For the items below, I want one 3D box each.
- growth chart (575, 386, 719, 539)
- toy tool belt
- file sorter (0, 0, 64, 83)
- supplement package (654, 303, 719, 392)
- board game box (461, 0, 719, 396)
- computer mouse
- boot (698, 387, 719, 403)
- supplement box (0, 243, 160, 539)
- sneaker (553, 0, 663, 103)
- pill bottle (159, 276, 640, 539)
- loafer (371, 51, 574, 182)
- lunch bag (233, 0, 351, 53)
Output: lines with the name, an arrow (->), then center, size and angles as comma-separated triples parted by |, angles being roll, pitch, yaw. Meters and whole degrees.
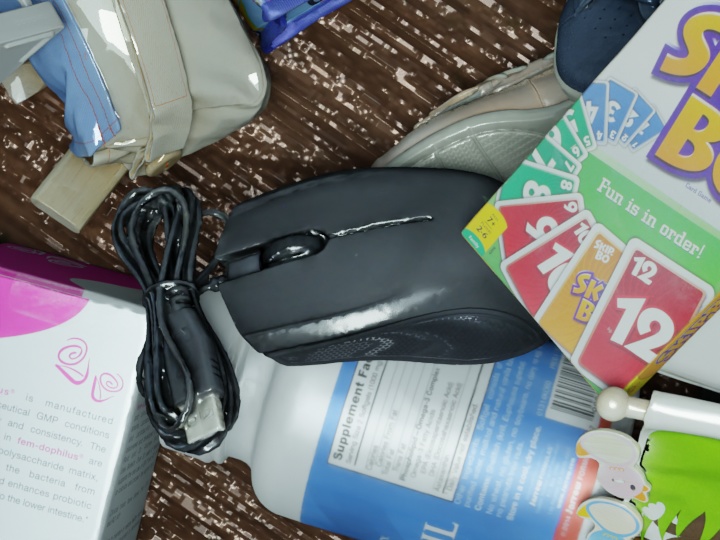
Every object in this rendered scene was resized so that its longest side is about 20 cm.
growth chart -> 0.161, 0.123, 0.843 | 0.145, 0.018, 0.200 | 5, 135, 16
toy tool belt -> -0.134, -0.128, 0.921 | 0.123, 0.125, 0.200 | -31, 90, -1
file sorter -> -0.257, -0.099, 0.884 | 0.200, 0.139, 0.125 | -30, 87, 44
supplement package -> 0.198, -0.050, 0.828 | 0.120, 0.121, 0.200 | 19, 109, 27
board game box -> 0.131, -0.047, 0.785 | 0.096, 0.030, 0.200 | 50, 119, 16
computer mouse -> 0.000, 0.000, 0.869 | 0.200, 0.053, 0.139 | -7, 54, -11
boot -> 0.221, 0.151, 0.932 | 0.203, 0.073, 0.154 | 24, 102, 1
supplement box -> -0.154, 0.096, 0.948 | 0.101, 0.103, 0.200 | 16, 97, 6
sneaker -> 0.130, -0.166, 0.879 | 0.075, 0.085, 0.200 | 17, 73, 31
pill bottle -> 0.017, 0.069, 0.923 | 0.200, 0.112, 0.112 | 16, 96, 6
loafer -> 0.092, -0.068, 0.939 | 0.200, 0.063, 0.072 | -23, 124, 10
lunch bag -> 0.004, -0.218, 0.928 | 0.200, 0.094, 0.151 | -31, 89, -5
